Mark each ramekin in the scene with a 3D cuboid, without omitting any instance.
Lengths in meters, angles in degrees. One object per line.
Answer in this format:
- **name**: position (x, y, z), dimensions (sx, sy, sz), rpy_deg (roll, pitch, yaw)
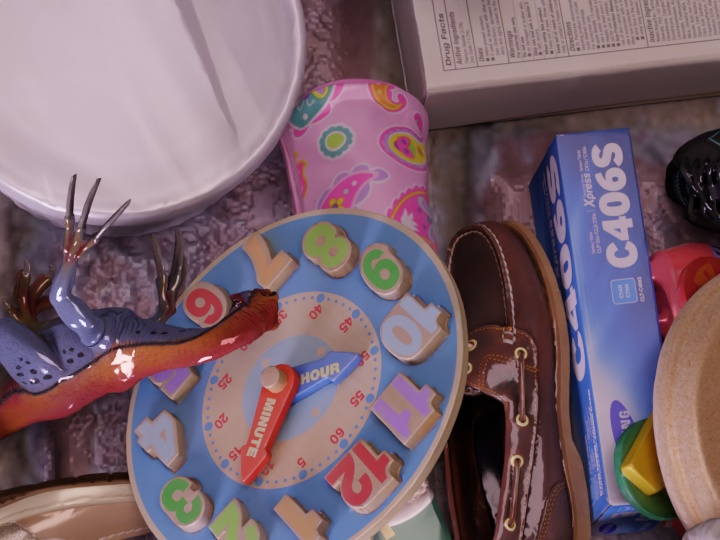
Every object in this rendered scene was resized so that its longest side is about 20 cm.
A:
- **ramekin**: position (-0.131, -0.110, 1.573), dimensions (0.201, 0.094, 0.204), rpy_deg (1, 75, -5)

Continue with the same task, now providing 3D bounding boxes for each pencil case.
- **pencil case**: position (0.000, 0.000, 1.540), dimensions (0.087, 0.088, 0.201), rpy_deg (1, 62, -5)

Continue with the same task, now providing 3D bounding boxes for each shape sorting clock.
- **shape sorting clock**: position (-0.035, 0.059, 1.459), dimensions (0.199, 0.039, 0.201), rpy_deg (-13, 61, 25)

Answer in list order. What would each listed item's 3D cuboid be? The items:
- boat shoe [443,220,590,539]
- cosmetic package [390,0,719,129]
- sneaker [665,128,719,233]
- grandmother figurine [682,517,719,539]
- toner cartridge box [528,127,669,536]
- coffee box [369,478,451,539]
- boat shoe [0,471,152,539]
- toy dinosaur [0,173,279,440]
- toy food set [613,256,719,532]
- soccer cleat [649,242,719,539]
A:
- **boat shoe**: position (0.072, 0.067, 1.545), dimensions (0.070, 0.070, 0.201), rpy_deg (3, 67, -33)
- **cosmetic package**: position (0.121, -0.145, 1.618), dimensions (0.199, 0.073, 0.104), rpy_deg (-6, 75, -7)
- **sneaker**: position (0.208, -0.038, 1.543), dimensions (0.079, 0.200, 0.076), rpy_deg (-7, 96, 1)
- **grandmother figurine**: position (0.129, 0.199, 1.441), dimensions (0.121, 0.061, 0.200), rpy_deg (39, 110, -7)
- **toner cartridge box**: position (0.130, 0.034, 1.559), dimensions (0.043, 0.095, 0.201), rpy_deg (-6, 75, -6)
- **coffee box**: position (0.005, 0.195, 1.529), dimensions (0.122, 0.044, 0.201), rpy_deg (-18, 78, -11)
- **boat shoe**: position (-0.178, 0.147, 1.517), dimensions (0.199, 0.071, 0.065), rpy_deg (-11, 90, -8)
- **toy dinosaur**: position (-0.123, 0.042, 1.493), dimensions (0.181, 0.105, 0.201), rpy_deg (22, 110, 39)
- **toy food set**: position (0.226, 0.085, 1.510), dimensions (0.198, 0.049, 0.200), rpy_deg (43, 58, -13)
- **soccer cleat**: position (0.196, 0.081, 1.571), dimensions (0.076, 0.067, 0.201), rpy_deg (-7, 73, -12)
